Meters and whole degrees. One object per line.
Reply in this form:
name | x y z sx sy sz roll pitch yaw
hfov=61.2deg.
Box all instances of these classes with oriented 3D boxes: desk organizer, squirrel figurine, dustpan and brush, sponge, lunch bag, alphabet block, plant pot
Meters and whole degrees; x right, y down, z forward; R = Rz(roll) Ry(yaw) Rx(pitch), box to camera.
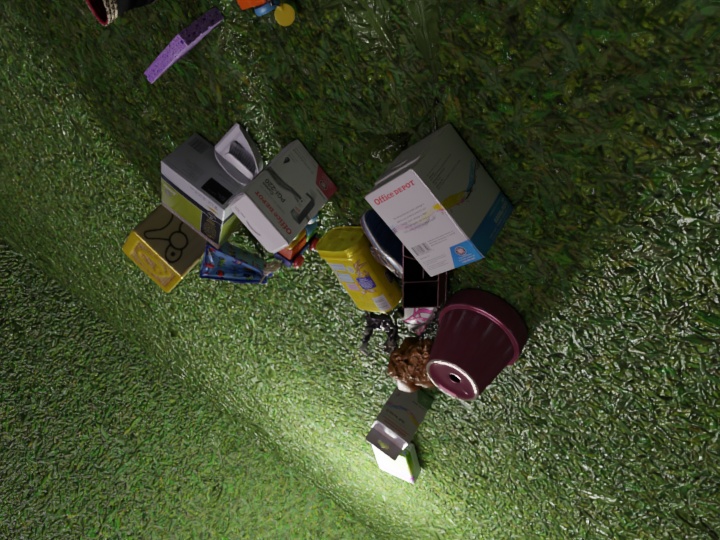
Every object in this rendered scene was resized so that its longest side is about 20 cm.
desk organizer | 0.133 -0.012 1.257 0.071 0.077 0.203 18 127 30
squirrel figurine | 0.172 0.238 1.480 0.184 0.144 0.199 7 170 30
dustpan and brush | -0.262 -0.232 1.445 0.200 0.058 0.139 45 141 -17
sponge | -0.362 -0.454 1.232 0.199 0.112 0.030 -11 126 51
lunch bag | -0.338 -0.020 1.692 0.197 0.096 0.151 14 -169 -15
alphabet block | -0.553 -0.086 1.799 0.195 0.201 0.196 45 148 -9
plant pot | 0.238 0.172 1.327 0.198 0.180 0.202 27 146 20

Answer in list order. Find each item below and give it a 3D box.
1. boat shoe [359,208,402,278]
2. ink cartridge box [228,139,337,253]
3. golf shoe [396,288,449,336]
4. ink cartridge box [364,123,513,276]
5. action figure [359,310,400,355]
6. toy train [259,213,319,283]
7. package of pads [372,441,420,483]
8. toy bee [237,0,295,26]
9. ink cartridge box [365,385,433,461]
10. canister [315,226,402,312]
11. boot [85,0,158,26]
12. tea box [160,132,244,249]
boat shoe | 0.057 -0.047 1.342 0.201 0.072 0.072 51 148 -17
ink cartridge box | -0.163 -0.160 1.307 0.146 0.201 0.084 49 147 -17
golf shoe | 0.140 0.083 1.417 0.091 0.073 0.201 35 148 5
ink cartridge box | 0.141 -0.123 1.091 0.200 0.145 0.146 48 146 -15
action figure | 0.061 0.181 1.596 0.118 0.103 0.201 -8 128 52
toy train | -0.169 -0.062 1.440 0.084 0.201 0.116 33 143 9
package of pads | 0.124 0.653 2.145 0.153 0.068 0.202 17 141 30
toy bee | -0.138 -0.471 1.012 0.200 0.108 0.132 47 167 37
ink cartridge box | 0.112 0.428 1.751 0.116 0.201 0.068 33 148 7
canister | 0.000 0.000 1.443 0.147 0.087 0.201 5 137 49
boot | -0.463 -0.578 1.143 0.072 0.151 0.202 24 145 21
tea box | -0.392 -0.200 1.557 0.199 0.134 0.197 38 147 2
